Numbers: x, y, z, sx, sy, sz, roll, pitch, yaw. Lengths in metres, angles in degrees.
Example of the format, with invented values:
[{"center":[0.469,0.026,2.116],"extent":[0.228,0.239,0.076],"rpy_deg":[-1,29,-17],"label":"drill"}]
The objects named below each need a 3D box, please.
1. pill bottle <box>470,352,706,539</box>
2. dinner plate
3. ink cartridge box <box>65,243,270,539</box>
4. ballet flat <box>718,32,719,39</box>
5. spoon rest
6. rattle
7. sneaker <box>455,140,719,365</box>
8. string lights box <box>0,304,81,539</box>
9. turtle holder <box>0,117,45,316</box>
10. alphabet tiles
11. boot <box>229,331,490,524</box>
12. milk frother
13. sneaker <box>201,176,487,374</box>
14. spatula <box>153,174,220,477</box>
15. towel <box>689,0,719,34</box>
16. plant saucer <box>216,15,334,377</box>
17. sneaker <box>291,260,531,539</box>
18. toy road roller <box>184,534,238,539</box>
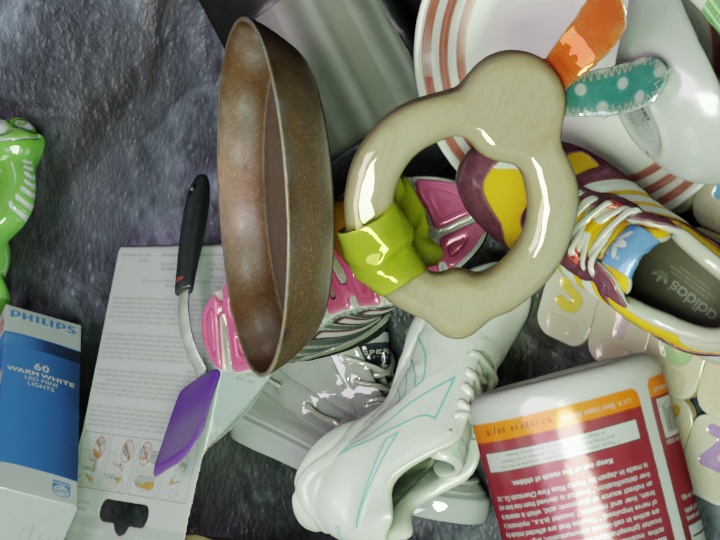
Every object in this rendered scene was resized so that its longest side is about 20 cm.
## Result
[{"center":[0.138,0.155,1.411],"extent":[0.113,0.113,0.201],"rpy_deg":[-16,88,39],"label":"pill bottle"},{"center":[0.128,-0.122,1.427],"extent":[0.199,0.024,0.201],"rpy_deg":[3,101,17],"label":"dinner plate"},{"center":[-0.120,0.083,1.612],"extent":[0.162,0.057,0.201],"rpy_deg":[0,81,55],"label":"ink cartridge box"},{"center":[0.274,-0.094,1.324],"extent":[0.064,0.067,0.200],"rpy_deg":[-45,64,-1],"label":"ballet flat"},{"center":[0.151,-0.136,1.362],"extent":[0.200,0.061,0.099],"rpy_deg":[60,167,3],"label":"spoon rest"},{"center":[0.073,-0.067,1.369],"extent":[0.130,0.143,0.200],"rpy_deg":[33,92,6],"label":"rattle"},{"center":[0.137,-0.019,1.370],"extent":[0.200,0.090,0.075],"rpy_deg":[29,90,15],"label":"sneaker"},{"center":[-0.230,0.125,1.681],"extent":[0.200,0.059,0.103],"rpy_deg":[-99,29,-55],"label":"string lights box"},{"center":[-0.316,-0.036,1.768],"extent":[0.186,0.141,0.132],"rpy_deg":[-49,45,40],"label":"turtle holder"},{"center":[0.189,0.025,1.430],"extent":[0.200,0.015,0.196],"rpy_deg":[26,109,36],"label":"alphabet tiles"},{"center":[0.004,0.085,1.551],"extent":[0.200,0.073,0.096],"rpy_deg":[20,99,34],"label":"boot"},{"center":[-0.029,-0.154,1.483],"extent":[0.180,0.200,0.189],"rpy_deg":[-38,69,30],"label":"milk frother"},{"center":[0.000,0.000,1.496],"extent":[0.200,0.087,0.074],"rpy_deg":[-31,79,26],"label":"sneaker"},{"center":[-0.105,0.029,1.553],"extent":[0.056,0.020,0.201],"rpy_deg":[-33,50,50],"label":"spatula"},{"center":[0.276,-0.143,1.297],"extent":[0.153,0.023,0.200],"rpy_deg":[-45,59,1],"label":"towel"},{"center":[-0.047,-0.041,1.396],"extent":[0.200,0.034,0.201],"rpy_deg":[178,90,-76],"label":"plant saucer"},{"center":[0.048,0.083,1.467],"extent":[0.080,0.070,0.200],"rpy_deg":[20,67,46],"label":"sneaker"},{"center":[-0.024,0.212,1.556],"extent":[0.200,0.123,0.146],"rpy_deg":[41,102,30],"label":"toy road roller"}]
